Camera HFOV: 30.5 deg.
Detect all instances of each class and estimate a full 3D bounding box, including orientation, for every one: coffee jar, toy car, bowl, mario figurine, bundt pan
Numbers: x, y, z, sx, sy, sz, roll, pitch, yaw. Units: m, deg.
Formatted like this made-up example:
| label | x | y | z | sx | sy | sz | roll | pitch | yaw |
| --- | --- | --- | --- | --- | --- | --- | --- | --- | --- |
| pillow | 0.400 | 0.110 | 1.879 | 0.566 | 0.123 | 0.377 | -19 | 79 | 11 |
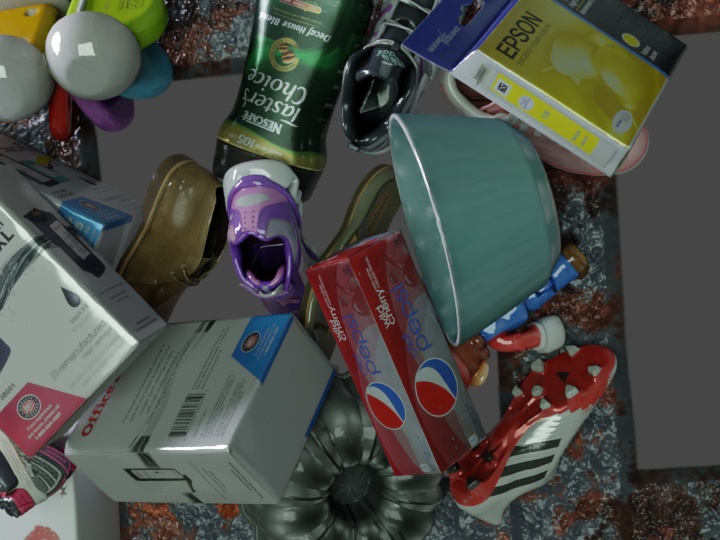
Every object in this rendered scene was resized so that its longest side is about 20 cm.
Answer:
| label | x | y | z | sx | sy | sz | roll | pitch | yaw |
| --- | --- | --- | --- | --- | --- | --- | --- | --- | --- |
| coffee jar | -0.064 | -0.166 | 1.199 | 0.104 | 0.085 | 0.201 | 18 | 101 | 7 |
| toy car | -0.260 | -0.190 | 1.208 | 0.198 | 0.176 | 0.151 | -12 | 130 | 11 |
| bowl | 0.100 | -0.047 | 1.103 | 0.104 | 0.201 | 0.202 | -16 | 95 | -5 |
| mario figurine | 0.112 | 0.037 | 1.216 | 0.200 | 0.106 | 0.124 | -44 | 53 | 2 |
| bundt pan | -0.009 | 0.196 | 1.199 | 0.200 | 0.076 | 0.204 | -5 | 106 | -19 |

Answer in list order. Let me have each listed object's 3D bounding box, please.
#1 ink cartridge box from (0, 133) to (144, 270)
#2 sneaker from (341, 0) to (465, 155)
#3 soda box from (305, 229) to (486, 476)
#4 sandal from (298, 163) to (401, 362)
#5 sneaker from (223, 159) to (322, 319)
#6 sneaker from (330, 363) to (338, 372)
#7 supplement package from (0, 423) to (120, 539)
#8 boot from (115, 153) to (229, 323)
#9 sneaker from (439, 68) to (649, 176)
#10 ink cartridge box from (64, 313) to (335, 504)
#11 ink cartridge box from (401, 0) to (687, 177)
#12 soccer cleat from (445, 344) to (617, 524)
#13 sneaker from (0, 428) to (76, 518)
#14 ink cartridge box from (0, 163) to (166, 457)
| label | x | y | z | sx | sy | sz | roll | pitch | yaw |
| --- | --- | --- | --- | --- | --- | --- | --- | --- | --- |
| ink cartridge box | -0.326 | -0.029 | 1.232 | 0.199 | 0.147 | 0.147 | 26 | 102 | 5 |
| sneaker | 0.035 | -0.193 | 1.150 | 0.077 | 0.140 | 0.201 | 18 | 101 | 7 |
| soda box | 0.031 | 0.072 | 1.130 | 0.063 | 0.070 | 0.201 | -14 | 102 | 50 |
| sandal | 0.000 | 0.000 | 1.195 | 0.054 | 0.080 | 0.201 | 23 | 82 | 25 |
| sneaker | -0.075 | 0.000 | 1.184 | 0.080 | 0.089 | 0.201 | -10 | 135 | 10 |
| sneaker | -0.053 | 0.184 | 1.252 | 0.089 | 0.075 | 0.202 | -4 | 103 | 3 |
| supplement package | -0.308 | 0.241 | 1.279 | 0.120 | 0.120 | 0.202 | -1 | 98 | 9 |
| boot | -0.176 | -0.002 | 1.234 | 0.075 | 0.073 | 0.201 | 30 | 110 | 29 |
| sneaker | 0.159 | -0.137 | 1.156 | 0.199 | 0.105 | 0.076 | 24 | 98 | 5 |
| ink cartridge box | -0.142 | 0.123 | 1.162 | 0.199 | 0.147 | 0.084 | -6 | 136 | 37 |
| ink cartridge box | 0.161 | -0.190 | 1.106 | 0.199 | 0.198 | 0.047 | 35 | 134 | 2 |
| soccer cleat | 0.165 | 0.151 | 1.218 | 0.200 | 0.069 | 0.085 | -46 | 130 | -4 |
| sneaker | -0.335 | 0.122 | 1.183 | 0.074 | 0.081 | 0.201 | -32 | 84 | -29 |
| ink cartridge box | -0.289 | 0.031 | 1.116 | 0.200 | 0.084 | 0.145 | 45 | 103 | 1 |
